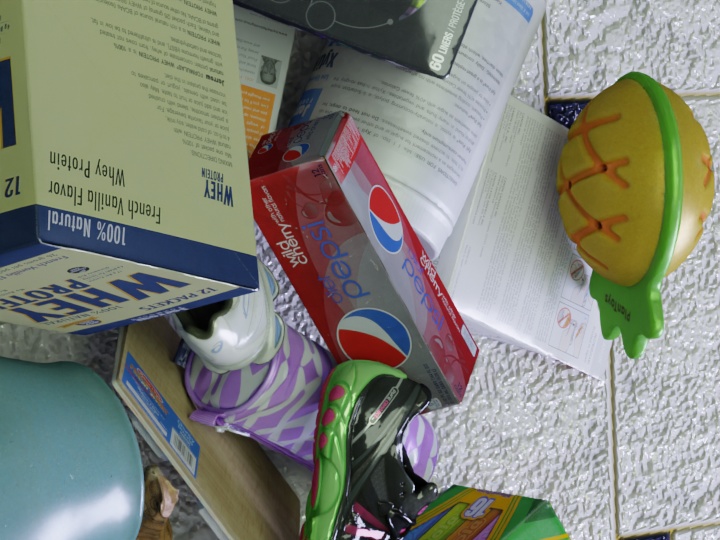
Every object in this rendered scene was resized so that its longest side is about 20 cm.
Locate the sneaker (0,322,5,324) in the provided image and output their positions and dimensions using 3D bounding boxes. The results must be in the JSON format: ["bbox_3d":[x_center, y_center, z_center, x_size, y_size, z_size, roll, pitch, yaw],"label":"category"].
[{"bbox_3d":[-0.211,0.002,1.543,0.200,0.076,0.092,17,126,-37],"label":"sneaker"}]

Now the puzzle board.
[{"bbox_3d":[-0.100,0.116,1.605,0.017,0.151,0.200,-31,110,13],"label":"puzzle board"}]

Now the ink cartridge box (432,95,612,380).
[{"bbox_3d":[0.124,-0.024,1.793,0.200,0.050,0.161,26,77,-48],"label":"ink cartridge box"}]

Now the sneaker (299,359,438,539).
[{"bbox_3d":[0.006,0.158,1.584,0.084,0.077,0.200,6,107,-7],"label":"sneaker"}]

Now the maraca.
[{"bbox_3d":[0.192,-0.040,1.743,0.107,0.137,0.200,-1,106,-15],"label":"maraca"}]

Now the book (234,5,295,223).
[{"bbox_3d":[-0.124,-0.097,1.631,0.133,0.048,0.200,16,82,-27],"label":"book"}]

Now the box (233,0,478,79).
[{"bbox_3d":[-0.023,-0.210,1.541,0.200,0.106,0.122,20,94,-8],"label":"box"}]

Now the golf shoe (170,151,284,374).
[{"bbox_3d":[-0.105,-0.036,1.541,0.078,0.097,0.200,-25,76,11],"label":"golf shoe"}]

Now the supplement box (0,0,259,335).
[{"bbox_3d":[-0.174,-0.082,1.403,0.200,0.134,0.200,13,67,-55],"label":"supplement box"}]

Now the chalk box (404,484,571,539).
[{"bbox_3d":[0.057,0.259,1.702,0.200,0.124,0.125,-41,110,-24],"label":"chalk box"}]

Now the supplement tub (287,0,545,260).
[{"bbox_3d":[0.033,-0.122,1.674,0.132,0.132,0.200,31,75,-28],"label":"supplement tub"}]

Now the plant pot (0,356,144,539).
[{"bbox_3d":[-0.242,0.134,1.489,0.188,0.200,0.200,-11,97,-41],"label":"plant pot"}]

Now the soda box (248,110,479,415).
[{"bbox_3d":[0.000,0.000,1.585,0.200,0.070,0.063,61,29,-25],"label":"soda box"}]

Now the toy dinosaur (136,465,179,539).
[{"bbox_3d":[-0.141,0.168,1.603,0.106,0.200,0.060,32,77,15],"label":"toy dinosaur"}]

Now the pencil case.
[{"bbox_3d":[-0.031,0.097,1.645,0.200,0.084,0.086,33,65,-43],"label":"pencil case"}]
